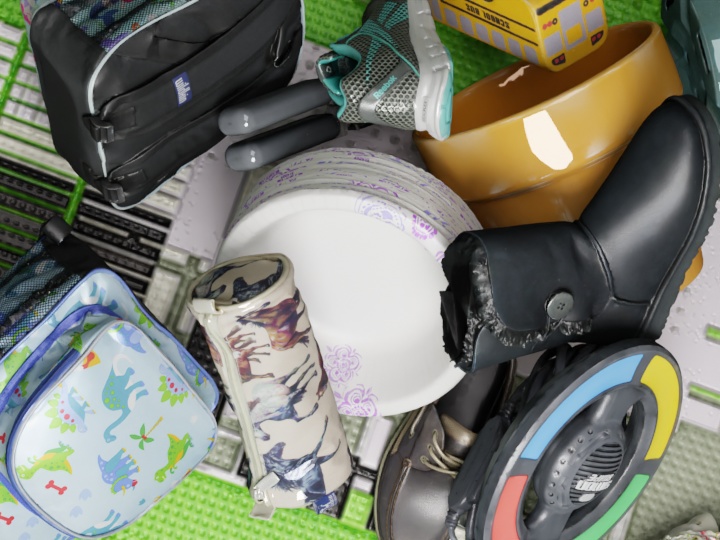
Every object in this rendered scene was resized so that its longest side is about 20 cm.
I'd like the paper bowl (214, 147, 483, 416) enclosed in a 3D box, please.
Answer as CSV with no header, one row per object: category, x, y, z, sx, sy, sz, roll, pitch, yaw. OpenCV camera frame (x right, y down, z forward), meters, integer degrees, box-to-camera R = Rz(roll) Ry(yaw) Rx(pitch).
paper bowl,0.000,0.000,1.406,0.200,0.201,0.104,29,39,-5

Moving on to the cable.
cable,0.148,0.143,1.431,0.163,0.051,0.200,34,81,-43

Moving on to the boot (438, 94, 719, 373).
boot,0.145,-0.022,1.296,0.168,0.076,0.200,-6,127,-29

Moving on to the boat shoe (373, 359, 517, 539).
boat shoe,0.064,0.128,1.446,0.074,0.073,0.200,19,79,-6

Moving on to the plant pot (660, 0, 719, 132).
plant pot,0.347,-0.173,1.485,0.196,0.200,0.201,-13,85,-4

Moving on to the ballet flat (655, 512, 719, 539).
ballet flat,0.290,0.219,1.485,0.200,0.076,0.064,1,51,-14

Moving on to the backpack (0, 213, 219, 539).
backpack,-0.215,0.102,1.343,0.200,0.147,0.183,-43,129,-7

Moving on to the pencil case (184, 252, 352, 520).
pencil case,-0.065,0.080,1.361,0.089,0.078,0.200,-53,138,-44

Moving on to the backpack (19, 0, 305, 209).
backpack,-0.141,-0.165,1.399,0.200,0.178,0.151,-32,60,-19

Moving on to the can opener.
can opener,-0.028,-0.120,1.429,0.200,0.066,0.053,-24,106,-49

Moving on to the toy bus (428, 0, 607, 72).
toy bus,0.097,-0.220,1.454,0.065,0.200,0.078,-33,127,-20

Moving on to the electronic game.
electronic game,0.156,0.135,1.354,0.200,0.200,0.042,-44,55,-12

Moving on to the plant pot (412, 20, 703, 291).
plant pot,0.166,-0.062,1.442,0.200,0.200,0.184,-29,104,-12

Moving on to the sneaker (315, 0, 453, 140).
sneaker,0.010,-0.158,1.409,0.091,0.200,0.078,-1,115,-8
